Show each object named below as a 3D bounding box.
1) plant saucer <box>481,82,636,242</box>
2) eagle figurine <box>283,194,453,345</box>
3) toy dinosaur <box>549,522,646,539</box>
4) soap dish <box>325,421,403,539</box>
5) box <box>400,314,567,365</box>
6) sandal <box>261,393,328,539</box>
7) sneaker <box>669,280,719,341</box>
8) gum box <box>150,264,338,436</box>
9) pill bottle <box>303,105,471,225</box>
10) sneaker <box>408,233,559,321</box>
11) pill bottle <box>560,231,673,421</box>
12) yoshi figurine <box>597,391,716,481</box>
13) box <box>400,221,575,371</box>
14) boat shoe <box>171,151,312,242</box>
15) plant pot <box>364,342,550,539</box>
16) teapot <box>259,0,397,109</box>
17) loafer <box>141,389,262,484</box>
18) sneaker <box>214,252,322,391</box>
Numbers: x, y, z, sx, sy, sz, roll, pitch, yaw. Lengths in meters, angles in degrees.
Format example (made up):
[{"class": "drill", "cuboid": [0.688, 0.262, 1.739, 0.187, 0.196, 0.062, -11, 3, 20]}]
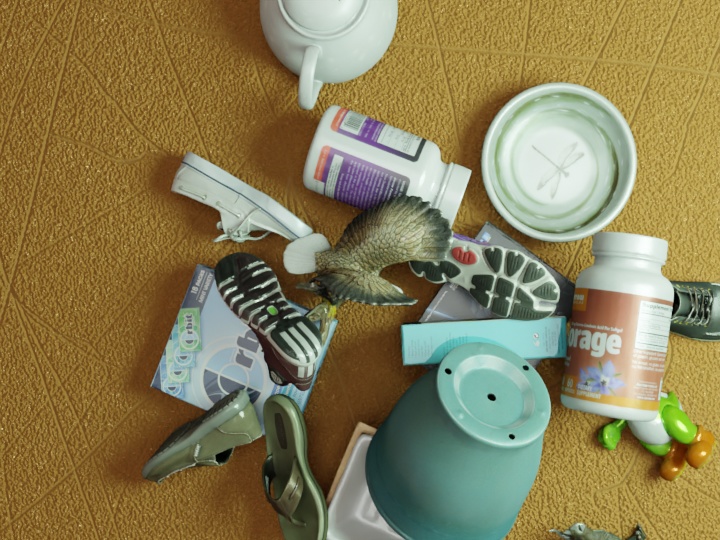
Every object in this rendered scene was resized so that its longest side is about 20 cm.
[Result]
[{"class": "plant saucer", "cuboid": [0.252, -0.137, 1.178, 0.196, 0.050, 0.204, 0, 88, 2]}, {"class": "eagle figurine", "cuboid": [0.007, 0.001, 1.098, 0.148, 0.200, 0.154, -4, 71, -28]}, {"class": "toy dinosaur", "cuboid": [0.330, 0.387, 1.156, 0.101, 0.077, 0.202, -30, 92, 14]}, {"class": "soap dish", "cuboid": [0.058, 0.302, 1.159, 0.197, 0.081, 0.160, 23, 90, 3]}, {"class": "box", "cuboid": [0.148, 0.084, 1.116, 0.196, 0.082, 0.050, -3, 88, 4]}, {"class": "sandal", "cuboid": [-0.096, 0.257, 1.129, 0.079, 0.057, 0.205, -16, 87, 39]}, {"class": "sneaker", "cuboid": [0.417, 0.050, 1.134, 0.196, 0.106, 0.076, 4, 88, 3]}, {"class": "gum box", "cuboid": [-0.150, 0.108, 1.194, 0.197, 0.045, 0.173, 22, 90, 4]}, {"class": "pill bottle", "cuboid": [0.035, -0.124, 1.158, 0.197, 0.111, 0.113, 22, 89, 4]}, {"class": "sneaker", "cuboid": [0.155, -0.008, 1.108, 0.198, 0.083, 0.082, 26, 114, 26]}, {"class": "pill bottle", "cuboid": [0.295, 0.062, 1.043, 0.110, 0.112, 0.204, 8, 88, 3]}, {"class": "yoshi figurine", "cuboid": [0.336, 0.177, 1.137, 0.200, 0.112, 0.113, 45, 97, 6]}, {"class": "box", "cuboid": [0.169, 0.065, 1.179, 0.159, 0.044, 0.201, 36, 90, 4]}, {"class": "boat shoe", "cuboid": [-0.162, -0.071, 1.186, 0.200, 0.075, 0.087, 30, 89, 6]}, {"class": "plant pot", "cuboid": [0.121, 0.191, 1.043, 0.196, 0.190, 0.202, 9, 47, -10]}, {"class": "teapot", "cuboid": [-0.044, -0.337, 1.153, 0.196, 0.146, 0.202, -34, 88, 2]}, {"class": "loafer", "cuboid": [-0.201, 0.227, 1.156, 0.199, 0.075, 0.070, -35, 99, 30]}, {"class": "sneaker", "cuboid": [-0.120, 0.076, 1.139, 0.075, 0.117, 0.200, -23, 51, -25]}]
